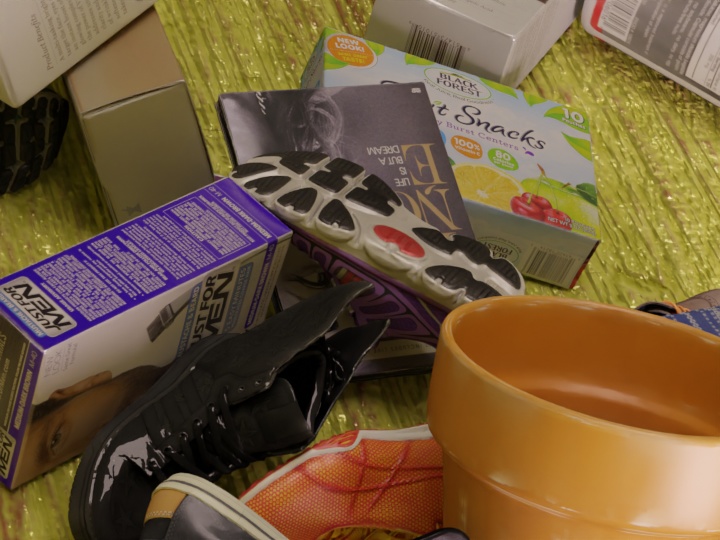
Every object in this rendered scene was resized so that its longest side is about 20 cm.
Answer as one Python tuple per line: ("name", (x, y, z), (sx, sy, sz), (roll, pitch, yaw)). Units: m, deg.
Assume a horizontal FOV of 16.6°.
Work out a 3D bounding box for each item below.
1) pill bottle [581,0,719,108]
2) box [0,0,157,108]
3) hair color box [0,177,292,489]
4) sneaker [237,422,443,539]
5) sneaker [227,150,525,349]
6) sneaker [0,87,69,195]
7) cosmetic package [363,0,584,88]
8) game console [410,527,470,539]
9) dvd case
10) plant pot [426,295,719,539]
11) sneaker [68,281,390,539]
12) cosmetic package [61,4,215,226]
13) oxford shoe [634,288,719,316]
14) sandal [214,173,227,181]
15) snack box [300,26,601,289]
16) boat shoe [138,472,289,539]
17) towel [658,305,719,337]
("pill bottle", (0.275, -0.183, 1.842), (0.199, 0.114, 0.114), (31, 40, 13))
("box", (-0.198, -0.221, 1.529), (0.200, 0.107, 0.152), (-40, 50, -23))
("hair color box", (-0.136, 0.033, 1.412), (0.065, 0.110, 0.199), (40, 43, 25))
("sneaker", (0.014, 0.132, 1.399), (0.199, 0.073, 0.078), (-11, 63, -27))
("sneaker", (0.000, 0.000, 1.477), (0.199, 0.084, 0.081), (33, 34, 15))
("sneaker", (-0.275, -0.098, 1.531), (0.199, 0.079, 0.090), (-5, 42, -29))
("cosmetic package", (0.093, -0.203, 1.812), (0.112, 0.081, 0.200), (26, 40, 10))
("game console", (0.011, 0.249, 1.204), (0.199, 0.119, 0.172), (-19, 49, -30))
("dvd case", (0.002, -0.026, 1.544), (0.148, 0.016, 0.201), (-5, 65, -27))
("plant pot", (0.122, 0.134, 1.325), (0.199, 0.185, 0.200), (10, 17, -3))
("sneaker", (-0.071, 0.082, 1.365), (0.104, 0.060, 0.200), (-3, 36, 41))
("cosmetic package", (-0.158, -0.134, 1.584), (0.071, 0.106, 0.201), (-19, 47, -6))
("oxford shoe", (0.202, 0.050, 1.570), (0.071, 0.073, 0.200), (36, 41, 19))
("sandal", (-0.040, -0.018, 1.562), (0.202, 0.050, 0.082), (30, 39, 10))
("snack box", (0.059, -0.076, 1.661), (0.199, 0.053, 0.143), (17, 38, -14))
("boat shoe", (-0.036, 0.186, 1.304), (0.199, 0.075, 0.062), (35, 59, -4))
("towel", (0.238, 0.074, 1.483), (0.199, 0.024, 0.145), (-7, 41, -30))
